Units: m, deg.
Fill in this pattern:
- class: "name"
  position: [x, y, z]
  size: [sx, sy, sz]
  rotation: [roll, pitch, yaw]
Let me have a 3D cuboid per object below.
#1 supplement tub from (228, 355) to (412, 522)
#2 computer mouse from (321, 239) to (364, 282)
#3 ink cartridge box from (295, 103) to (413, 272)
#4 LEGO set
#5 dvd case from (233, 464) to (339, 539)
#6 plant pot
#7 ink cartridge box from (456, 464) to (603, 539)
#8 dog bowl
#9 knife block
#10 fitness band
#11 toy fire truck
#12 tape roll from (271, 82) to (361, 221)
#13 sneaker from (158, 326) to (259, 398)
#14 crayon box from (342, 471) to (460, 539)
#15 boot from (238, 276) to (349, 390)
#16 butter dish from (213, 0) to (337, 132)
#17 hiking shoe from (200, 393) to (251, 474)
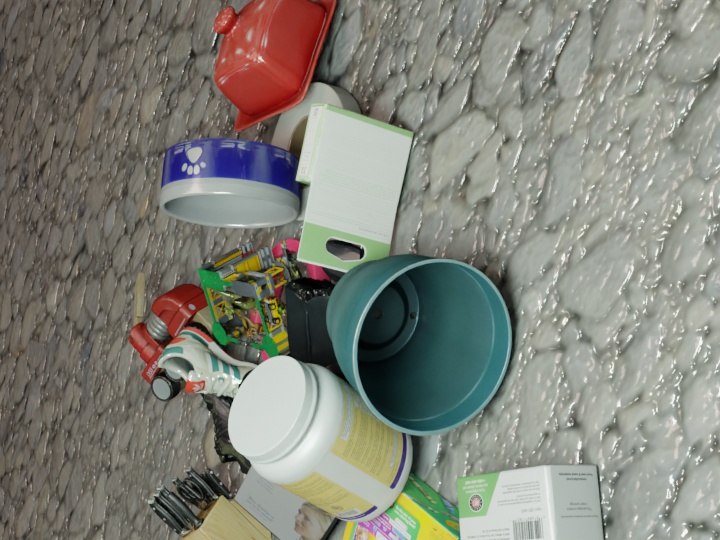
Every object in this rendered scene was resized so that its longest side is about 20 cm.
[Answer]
- class: "supplement tub"
  position: [-0.046, 0.200, 1.378]
  size: [0.144, 0.199, 0.147]
  rotation: [-26, 46, 30]
- class: "computer mouse"
  position: [0.000, 0.000, 1.571]
  size: [0.199, 0.034, 0.060]
  rotation: [21, 100, 52]
- class: "ink cartridge box"
  position: [-0.015, -0.100, 1.503]
  size: [0.048, 0.144, 0.204]
  rotation: [10, 87, 56]
- class: "LEGO set"
  position: [-0.135, 0.036, 1.659]
  size: [0.199, 0.115, 0.156]
  rotation: [-1, 113, 54]
- class: "dvd case"
  position: [-0.086, 0.297, 1.560]
  size: [0.142, 0.018, 0.201]
  rotation: [38, 131, 11]
- class: "plant pot"
  position: [0.048, 0.070, 1.376]
  size: [0.188, 0.197, 0.204]
  rotation: [-155, 76, -65]
- class: "ink cartridge box"
  position: [0.183, 0.315, 1.230]
  size: [0.144, 0.083, 0.204]
  rotation: [-21, 68, 50]
- class: "dog bowl"
  position: [-0.183, -0.120, 1.639]
  size: [0.199, 0.198, 0.080]
  rotation: [-11, 72, 51]
- class: "knife block"
  position: [-0.216, 0.388, 1.675]
  size: [0.064, 0.173, 0.203]
  rotation: [-37, 56, 44]
- class: "fitness band"
  position: [-0.103, 0.055, 1.701]
  size: [0.143, 0.037, 0.203]
  rotation: [27, 106, 49]
- class: "toy fire truck"
  position: [-0.315, 0.077, 1.874]
  size: [0.200, 0.128, 0.177]
  rotation: [42, 123, 10]
- class: "tape roll"
  position: [-0.066, -0.171, 1.686]
  size: [0.201, 0.037, 0.207]
  rotation: [-12, 75, 52]
- class: "sneaker"
  position: [-0.212, 0.166, 1.715]
  size: [0.198, 0.093, 0.071]
  rotation: [32, 128, 13]
- class: "crayon box"
  position: [0.063, 0.329, 1.410]
  size: [0.199, 0.058, 0.121]
  rotation: [31, 108, 51]
- class: "boot"
  position: [-0.082, 0.093, 1.524]
  size: [0.198, 0.076, 0.171]
  rotation: [3, 101, 36]
- class: "butter dish"
  position: [-0.151, -0.334, 1.709]
  size: [0.198, 0.147, 0.203]
  rotation: [-12, 53, 51]
- class: "hiking shoe"
  position: [-0.204, 0.240, 1.767]
  size: [0.200, 0.075, 0.102]
  rotation: [42, 114, 47]
